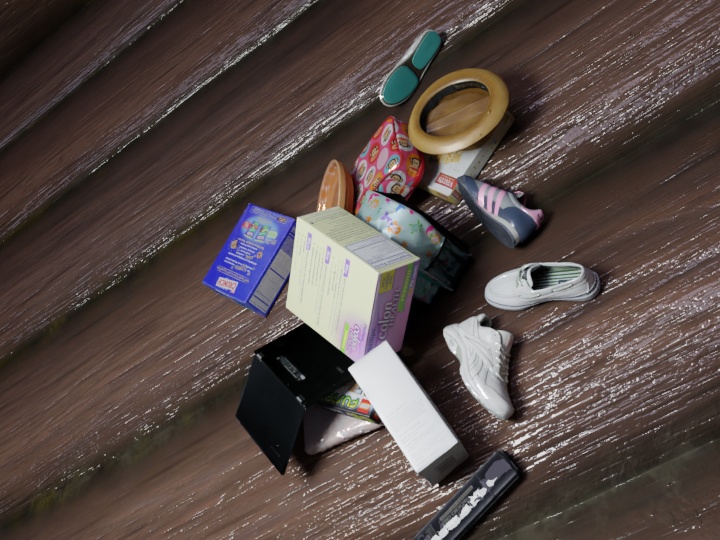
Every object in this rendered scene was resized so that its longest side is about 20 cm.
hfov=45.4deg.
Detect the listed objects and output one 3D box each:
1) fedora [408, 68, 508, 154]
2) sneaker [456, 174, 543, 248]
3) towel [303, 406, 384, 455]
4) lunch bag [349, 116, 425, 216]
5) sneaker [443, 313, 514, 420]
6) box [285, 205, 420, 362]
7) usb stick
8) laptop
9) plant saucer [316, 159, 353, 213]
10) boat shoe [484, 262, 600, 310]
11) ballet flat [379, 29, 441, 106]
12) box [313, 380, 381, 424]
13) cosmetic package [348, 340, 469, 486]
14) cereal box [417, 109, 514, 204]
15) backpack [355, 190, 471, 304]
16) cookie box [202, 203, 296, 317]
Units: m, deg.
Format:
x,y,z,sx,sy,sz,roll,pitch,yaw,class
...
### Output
x,y,z,sx,sy,sz,roll,pitch,yaw,class
0.186,-0.276,1.580,0.198,0.082,0.203,-16,53,23,fedora
0.243,-0.116,1.504,0.081,0.071,0.200,-32,46,-5,sneaker
-0.018,0.208,1.515,0.198,0.032,0.193,-27,47,23,towel
0.040,-0.192,1.661,0.200,0.081,0.178,-50,35,38,lunch bag
0.202,0.140,1.346,0.099,0.078,0.201,-35,46,11,sneaker
-0.017,0.022,1.403,0.199,0.096,0.178,34,128,36,box
0.157,0.350,1.270,0.200,0.033,0.055,-47,50,4,usb stick
-0.109,0.214,1.504,0.198,0.117,0.187,-29,39,-21,laptop
-0.051,-0.115,1.695,0.200,0.037,0.203,-172,90,-76,plant saucer
0.279,0.014,1.371,0.198,0.067,0.074,-10,55,35,boat shoe
0.100,-0.427,1.837,0.069,0.069,0.201,24,75,46,ballet flat
-0.030,0.190,1.489,0.198,0.035,0.111,7,66,42,box
0.074,0.219,1.326,0.081,0.113,0.201,-37,60,-1,cosmetic package
0.185,-0.234,1.641,0.143,0.039,0.201,29,83,47,cereal box
0.072,-0.047,1.490,0.177,0.200,0.151,29,82,46,backpack
-0.218,-0.024,1.810,0.170,0.075,0.202,21,76,45,cookie box
